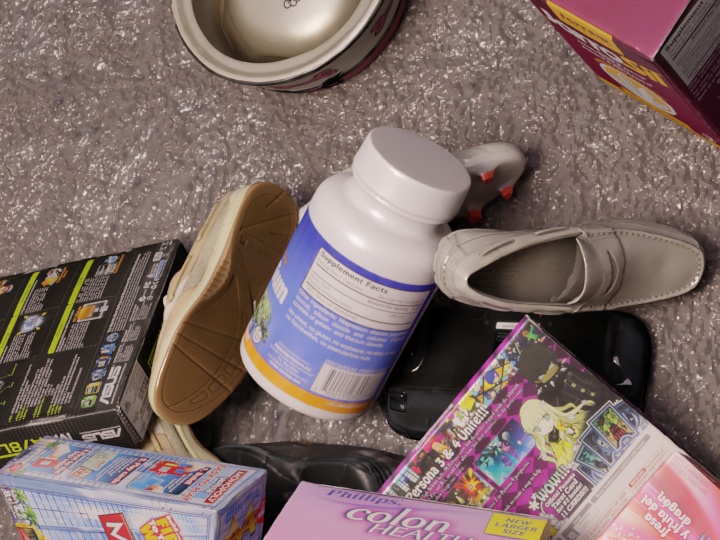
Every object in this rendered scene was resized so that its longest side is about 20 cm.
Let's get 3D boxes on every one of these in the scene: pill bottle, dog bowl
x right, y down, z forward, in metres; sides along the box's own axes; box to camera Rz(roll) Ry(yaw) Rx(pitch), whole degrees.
[{"bbox_3d":[0.000,0.000,1.552,0.112,0.112,0.200,43,120,30],"label":"pill bottle"},{"bbox_3d":[-0.049,-0.231,1.715,0.199,0.074,0.201,-8,71,23],"label":"dog bowl"}]

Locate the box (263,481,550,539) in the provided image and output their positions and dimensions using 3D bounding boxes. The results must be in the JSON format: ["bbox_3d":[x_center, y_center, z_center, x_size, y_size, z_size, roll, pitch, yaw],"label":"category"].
[{"bbox_3d":[0.029,0.261,1.435,0.175,0.097,0.201,7,114,15],"label":"box"}]

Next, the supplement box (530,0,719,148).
[{"bbox_3d":[0.213,-0.179,1.498,0.131,0.200,0.103,35,91,31],"label":"supplement box"}]

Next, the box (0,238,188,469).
[{"bbox_3d":[-0.238,0.069,1.674,0.192,0.048,0.200,-14,36,23],"label":"box"}]

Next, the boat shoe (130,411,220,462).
[{"bbox_3d":[-0.161,0.146,1.619,0.200,0.065,0.072,40,128,44],"label":"boat shoe"}]

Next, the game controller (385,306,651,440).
[{"bbox_3d":[0.113,0.076,1.566,0.199,0.042,0.105,1,61,26],"label":"game controller"}]

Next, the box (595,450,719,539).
[{"bbox_3d":[0.252,0.218,1.389,0.200,0.103,0.095,42,95,15],"label":"box"}]

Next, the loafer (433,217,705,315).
[{"bbox_3d":[0.151,0.002,1.497,0.199,0.070,0.070,-4,106,-15],"label":"loafer"}]

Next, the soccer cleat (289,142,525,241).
[{"bbox_3d":[0.029,-0.061,1.628,0.199,0.069,0.078,-25,62,20],"label":"soccer cleat"}]

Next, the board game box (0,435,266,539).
[{"bbox_3d":[-0.133,0.205,1.495,0.199,0.062,0.201,-11,108,41],"label":"board game box"}]

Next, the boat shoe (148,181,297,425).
[{"bbox_3d":[-0.114,0.025,1.632,0.065,0.072,0.201,-2,61,53],"label":"boat shoe"}]

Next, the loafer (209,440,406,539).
[{"bbox_3d":[-0.038,0.161,1.593,0.200,0.072,0.073,4,102,43],"label":"loafer"}]

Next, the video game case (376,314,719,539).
[{"bbox_3d":[0.120,0.164,1.482,0.181,0.036,0.200,39,94,-2],"label":"video game case"}]
